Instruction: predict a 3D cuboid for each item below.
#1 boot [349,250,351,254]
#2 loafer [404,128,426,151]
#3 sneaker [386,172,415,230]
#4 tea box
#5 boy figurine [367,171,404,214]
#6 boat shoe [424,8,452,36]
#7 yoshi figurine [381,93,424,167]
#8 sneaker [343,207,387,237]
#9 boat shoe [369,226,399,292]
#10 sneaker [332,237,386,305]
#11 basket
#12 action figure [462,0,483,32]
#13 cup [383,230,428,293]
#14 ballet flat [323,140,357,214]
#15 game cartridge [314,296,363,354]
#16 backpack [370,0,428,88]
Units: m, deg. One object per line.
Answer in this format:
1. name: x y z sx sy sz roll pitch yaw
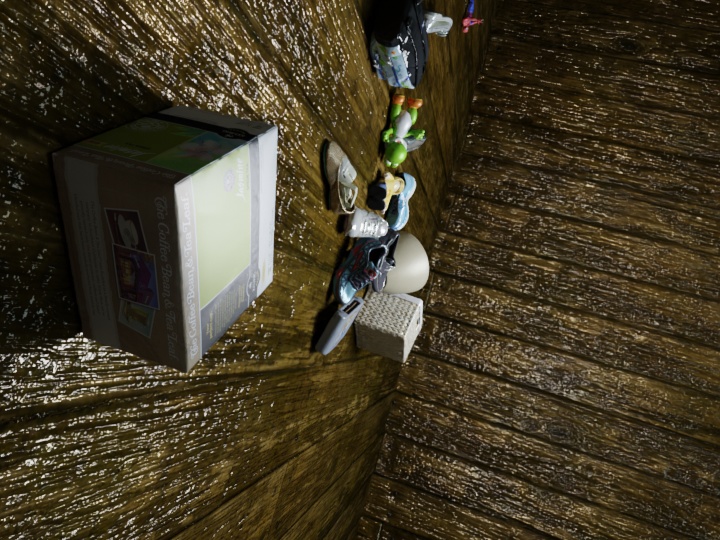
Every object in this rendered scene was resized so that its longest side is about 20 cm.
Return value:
1. boot: 0.010 -0.023 1.636 0.199 0.073 0.097 -27 137 -62
2. loafer: 0.151 -0.412 1.821 0.063 0.071 0.200 -59 168 26
3. sneaker: 0.118 -0.232 1.885 0.090 0.077 0.204 27 74 -58
4. tea box: -0.188 -0.043 0.601 0.197 0.131 0.203 -56 157 -57
5. boy figurine: 0.075 -0.230 1.675 0.200 0.063 0.127 -42 142 -62
6. boat shoe: 0.227 -0.749 1.736 0.202 0.073 0.066 -38 147 -63
7. yoshi figurine: 0.113 -0.384 1.594 0.111 0.111 0.204 -19 127 -55
8. sneaker: 0.017 -0.122 1.465 0.200 0.098 0.076 -30 136 -70
9. boat shoe: 0.069 -0.023 1.591 0.072 0.062 0.204 -34 137 -56
10. sneaker: 0.000 0.000 1.468 0.079 0.095 0.202 40 71 -43
11. basket: 0.095 0.180 1.916 0.200 0.197 0.163 85 26 -55
12. action figure: 0.491 -1.098 2.418 0.065 0.097 0.203 47 61 -73
13. cup: 0.097 -0.009 1.796 0.142 0.199 0.204 -22 131 -39
14. ballet flat: -0.037 -0.195 1.223 0.201 0.064 0.071 83 26 -58
15. game cartridge: -0.056 0.148 1.509 0.135 0.041 0.200 -64 171 17
16. backpack: 0.092 -0.514 1.301 0.200 0.151 0.166 42 60 -51
